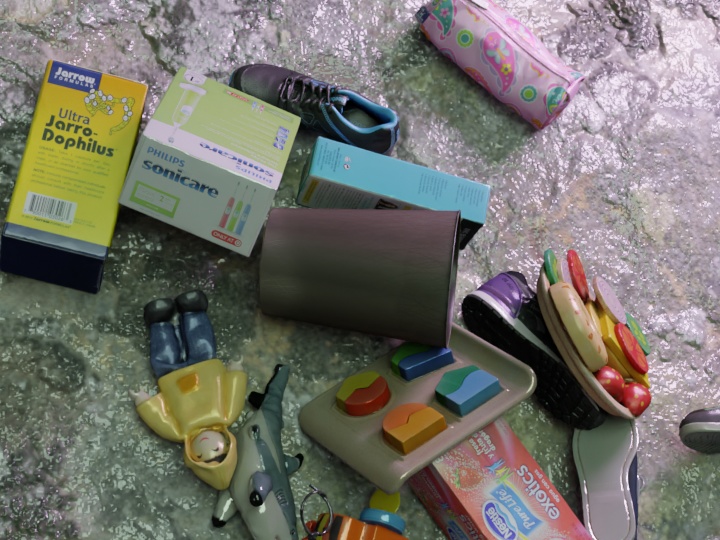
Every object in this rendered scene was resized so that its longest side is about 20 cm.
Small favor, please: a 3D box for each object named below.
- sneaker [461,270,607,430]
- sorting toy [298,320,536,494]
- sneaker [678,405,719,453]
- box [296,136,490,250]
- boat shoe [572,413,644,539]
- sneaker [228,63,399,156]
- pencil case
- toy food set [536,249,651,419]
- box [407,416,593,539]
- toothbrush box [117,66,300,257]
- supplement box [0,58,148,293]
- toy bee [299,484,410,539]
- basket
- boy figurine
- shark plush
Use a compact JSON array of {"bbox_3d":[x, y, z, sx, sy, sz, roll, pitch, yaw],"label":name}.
[{"bbox_3d":[0.208,0.078,1.780,0.087,0.076,0.200,-34,73,-31],"label":"sneaker"},{"bbox_3d":[0.054,0.128,1.690,0.199,0.185,0.037,-35,125,-20],"label":"sorting toy"},{"bbox_3d":[0.429,0.139,1.828,0.198,0.075,0.107,-2,67,-24],"label":"sneaker"},{"bbox_3d":[0.035,-0.083,1.797,0.198,0.082,0.050,15,67,-8],"label":"box"},{"bbox_3d":[0.266,0.227,1.749,0.074,0.062,0.201,-6,47,5],"label":"boat shoe"},{"bbox_3d":[-0.048,-0.187,1.814,0.198,0.082,0.074,19,69,-5],"label":"sneaker"},{"bbox_3d":[0.160,-0.252,1.887,0.200,0.087,0.088,42,67,2],"label":"pencil case"},{"bbox_3d":[0.251,0.065,1.757,0.200,0.048,0.199,48,22,-24],"label":"toy food set"},{"bbox_3d":[0.145,0.252,1.691,0.094,0.103,0.201,-35,87,-22],"label":"box"},{"bbox_3d":[-0.152,-0.116,1.704,0.144,0.087,0.200,22,25,-6],"label":"toothbrush box"},{"bbox_3d":[-0.297,-0.096,1.705,0.108,0.109,0.202,13,69,-9],"label":"supplement box"},{"bbox_3d":[-0.004,0.269,1.666,0.200,0.108,0.131,51,56,-20],"label":"toy bee"},{"bbox_3d":[0.000,0.000,1.715,0.197,0.181,0.138,5,113,5],"label":"basket"},{"bbox_3d":[-0.174,0.127,1.675,0.123,0.065,0.202,-11,67,-8],"label":"boy figurine"},{"bbox_3d":[-0.096,0.196,1.698,0.083,0.091,0.202,21,45,-26],"label":"shark plush"}]
